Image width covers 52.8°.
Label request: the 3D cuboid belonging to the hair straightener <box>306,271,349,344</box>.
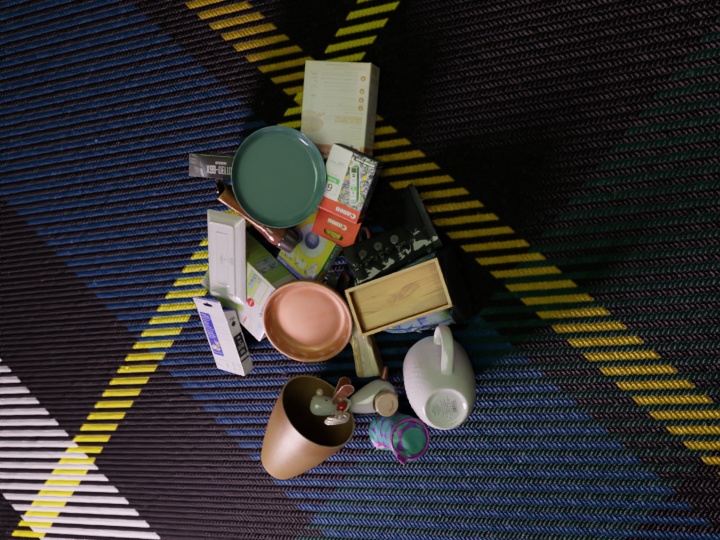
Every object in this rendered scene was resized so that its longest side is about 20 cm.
[{"bbox_3d":[-0.088,0.096,1.622,0.041,0.076,0.203,38,113,42],"label":"hair straightener"}]

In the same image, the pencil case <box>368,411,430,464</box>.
[{"bbox_3d":[0.078,0.345,1.516,0.084,0.200,0.093,35,77,-5],"label":"pencil case"}]

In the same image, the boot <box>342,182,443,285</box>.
[{"bbox_3d":[0.054,-0.074,1.515,0.197,0.066,0.167,-27,59,9],"label":"boot"}]

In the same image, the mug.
[{"bbox_3d":[0.163,0.210,1.453,0.144,0.176,0.205,2,108,-1],"label":"mug"}]

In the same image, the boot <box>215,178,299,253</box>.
[{"bbox_3d":[-0.232,-0.124,1.562,0.198,0.189,0.069,35,104,-20],"label":"boot"}]

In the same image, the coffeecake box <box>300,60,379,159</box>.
[{"bbox_3d":[-0.046,-0.341,1.565,0.150,0.073,0.205,7,97,18],"label":"coffeecake box"}]

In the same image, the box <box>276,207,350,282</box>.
[{"bbox_3d":[-0.092,-0.075,1.613,0.117,0.048,0.202,38,105,22],"label":"box"}]

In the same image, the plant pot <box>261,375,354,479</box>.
[{"bbox_3d":[-0.141,0.371,1.621,0.186,0.186,0.201,44,121,11],"label":"plant pot"}]

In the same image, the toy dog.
[{"bbox_3d":[-0.005,0.257,1.544,0.196,0.131,0.099,-4,93,-22],"label":"toy dog"}]

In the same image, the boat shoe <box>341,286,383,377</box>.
[{"bbox_3d":[-0.009,0.140,1.594,0.068,0.074,0.204,-16,90,15],"label":"boat shoe"}]

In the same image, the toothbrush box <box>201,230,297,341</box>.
[{"bbox_3d":[-0.248,0.031,1.650,0.199,0.086,0.147,42,123,11],"label":"toothbrush box"}]

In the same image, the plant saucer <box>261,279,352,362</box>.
[{"bbox_3d":[-0.112,0.104,1.557,0.195,0.038,0.204,2,118,4],"label":"plant saucer"}]

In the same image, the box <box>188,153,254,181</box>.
[{"bbox_3d":[-0.256,-0.227,1.587,0.154,0.199,0.051,8,101,20],"label":"box"}]

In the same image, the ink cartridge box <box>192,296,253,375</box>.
[{"bbox_3d":[-0.316,0.143,1.675,0.098,0.039,0.204,10,125,38],"label":"ink cartridge box"}]

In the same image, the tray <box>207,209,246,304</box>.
[{"bbox_3d":[-0.299,-0.026,1.596,0.105,0.022,0.205,13,112,26],"label":"tray"}]

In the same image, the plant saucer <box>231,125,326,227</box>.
[{"bbox_3d":[-0.167,-0.189,1.473,0.196,0.027,0.205,-2,95,-19],"label":"plant saucer"}]

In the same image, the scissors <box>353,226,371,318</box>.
[{"bbox_3d":[0.000,0.000,1.566,0.072,0.014,0.204,-21,60,25],"label":"scissors"}]

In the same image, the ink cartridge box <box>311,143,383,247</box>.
[{"bbox_3d":[-0.037,-0.152,1.522,0.107,0.050,0.204,24,105,13],"label":"ink cartridge box"}]

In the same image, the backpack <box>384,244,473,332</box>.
[{"bbox_3d":[0.113,0.055,1.518,0.197,0.153,0.167,-13,97,34],"label":"backpack"}]

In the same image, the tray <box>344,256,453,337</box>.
[{"bbox_3d":[0.077,0.053,1.445,0.196,0.037,0.101,-19,91,12],"label":"tray"}]
